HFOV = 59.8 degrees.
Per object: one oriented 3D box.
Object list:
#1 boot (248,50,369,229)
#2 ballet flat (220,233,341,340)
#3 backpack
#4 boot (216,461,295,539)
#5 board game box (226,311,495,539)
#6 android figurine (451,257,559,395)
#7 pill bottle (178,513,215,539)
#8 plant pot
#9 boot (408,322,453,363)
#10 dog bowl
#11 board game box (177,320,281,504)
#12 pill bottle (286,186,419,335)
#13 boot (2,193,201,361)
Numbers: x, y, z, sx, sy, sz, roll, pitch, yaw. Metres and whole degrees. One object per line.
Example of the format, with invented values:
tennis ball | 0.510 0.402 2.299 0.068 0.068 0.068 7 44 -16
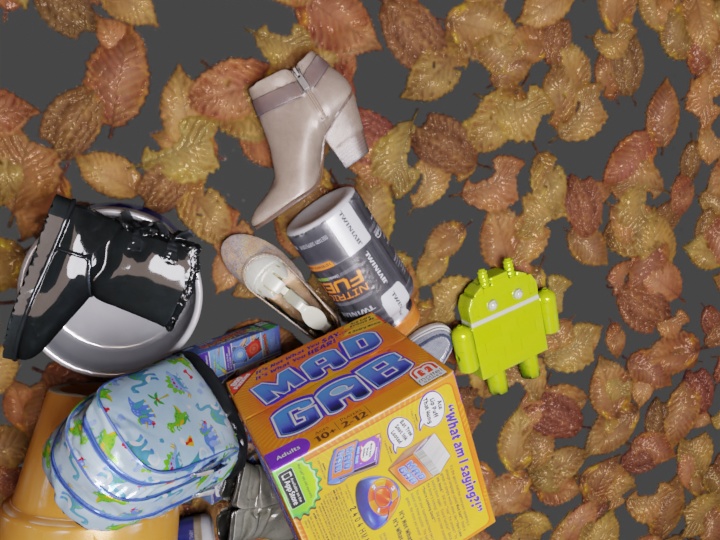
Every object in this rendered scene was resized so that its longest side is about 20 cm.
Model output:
boot | -0.090 -0.165 0.775 0.200 0.070 0.146 -37 104 -6
ballet flat | -0.096 0.026 0.814 0.200 0.067 0.068 40 90 -21
backpack | -0.217 0.171 0.638 0.200 0.154 0.164 -19 72 -49
boot | -0.108 0.259 0.817 0.130 0.068 0.201 21 78 -38
board game box | -0.004 0.201 0.702 0.199 0.200 0.201 -24 112 -16
android figurine | 0.214 0.081 0.926 0.181 0.041 0.201 -19 110 -19
pill bottle | -0.290 0.398 0.823 0.199 0.116 0.116 -7 105 -15
plant pot | -0.315 0.234 0.747 0.199 0.200 0.184 5 87 -17
boot | 0.070 0.164 0.884 0.200 0.090 0.073 -46 111 -1
dog bowl | -0.292 0.021 0.748 0.199 0.079 0.201 -4 104 -16
board game box | -0.158 0.181 0.816 0.135 0.034 0.201 -17 109 -45
pill bottle | 0.000 0.000 0.815 0.106 0.106 0.200 -36 110 -5
boot | -0.274 0.025 0.678 0.162 0.073 0.199 21 96 -23
